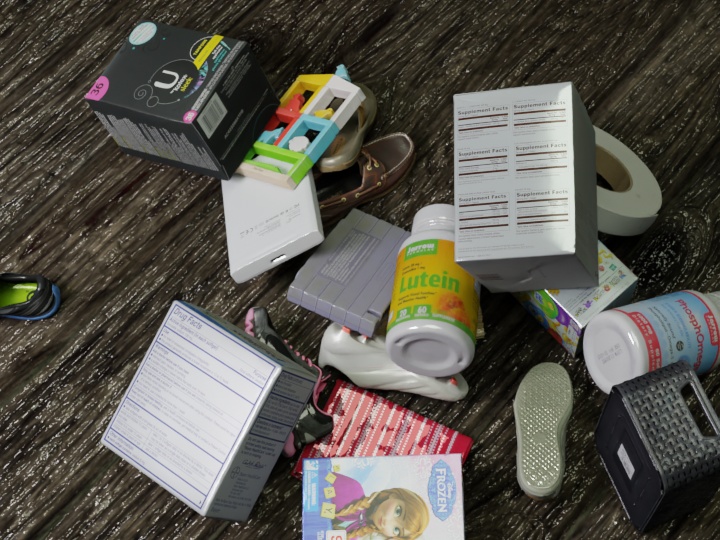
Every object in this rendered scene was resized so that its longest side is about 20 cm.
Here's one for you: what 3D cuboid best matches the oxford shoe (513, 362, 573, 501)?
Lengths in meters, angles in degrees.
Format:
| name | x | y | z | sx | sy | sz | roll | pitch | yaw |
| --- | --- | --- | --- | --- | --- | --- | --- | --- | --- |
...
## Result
| name | x | y | z | sx | sy | sz | roll | pitch | yaw |
| --- | --- | --- | --- | --- | --- | --- | --- | --- | --- |
| oxford shoe | 0.227 | 0.202 | 1.629 | 0.074 | 0.058 | 0.202 | 2 | 49 | 10 |

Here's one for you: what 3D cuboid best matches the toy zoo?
| name | x | y | z | sx | sy | sz | roll | pitch | yaw |
| --- | --- | --- | --- | --- | --- | --- | --- | --- | --- |
| toy zoo | -0.078 | -0.201 | 1.775 | 0.130 | 0.021 | 0.201 | 18 | 65 | 45 |

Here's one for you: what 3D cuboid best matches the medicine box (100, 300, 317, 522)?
| name | x | y | z | sx | sy | sz | roll | pitch | yaw |
| --- | --- | --- | --- | --- | --- | --- | --- | --- | --- |
| medicine box | -0.182 | 0.170 | 1.577 | 0.181 | 0.103 | 0.202 | 28 | 89 | 29 |

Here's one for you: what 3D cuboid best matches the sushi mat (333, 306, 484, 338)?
| name | x | y | z | sx | sy | sz | roll | pitch | yaw |
| --- | --- | --- | --- | --- | --- | --- | --- | --- | --- |
| sushi mat | 0.061 | 0.058 | 1.725 | 0.197 | 0.012 | 0.097 | -8 | 62 | -2 |

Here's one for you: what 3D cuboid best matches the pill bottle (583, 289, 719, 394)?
| name | x | y | z | sx | sy | sz | roll | pitch | yaw |
| --- | --- | --- | --- | --- | --- | --- | --- | --- | --- |
| pill bottle | 0.383 | 0.085 | 1.623 | 0.198 | 0.109 | 0.110 | -13 | 62 | -29 |

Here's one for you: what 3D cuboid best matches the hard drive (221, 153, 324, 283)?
| name | x | y | z | sx | sy | sz | roll | pitch | yaw |
| --- | --- | --- | --- | --- | --- | --- | --- | --- | --- |
| hard drive | -0.119 | -0.084 | 1.733 | 0.131 | 0.027 | 0.201 | -26 | 42 | 13 |

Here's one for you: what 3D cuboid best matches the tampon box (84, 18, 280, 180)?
| name | x | y | z | sx | sy | sz | roll | pitch | yaw |
| --- | --- | --- | --- | --- | --- | --- | --- | --- | --- |
| tampon box | -0.242 | -0.235 | 1.785 | 0.198 | 0.127 | 0.151 | 16 | 63 | 31 |

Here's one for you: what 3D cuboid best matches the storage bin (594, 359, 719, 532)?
| name | x | y | z | sx | sy | sz | roll | pitch | yaw |
| --- | --- | --- | --- | --- | --- | --- | --- | --- | --- |
| storage bin | 0.352 | 0.209 | 1.536 | 0.093 | 0.201 | 0.136 | -19 | 65 | -8 |

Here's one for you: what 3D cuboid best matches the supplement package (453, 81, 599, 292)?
| name | x | y | z | sx | sy | sz | roll | pitch | yaw |
| --- | --- | --- | --- | --- | --- | --- | --- | --- | --- |
| supplement package | 0.200 | -0.093 | 1.561 | 0.145 | 0.191 | 0.203 | -3 | 77 | 18 |

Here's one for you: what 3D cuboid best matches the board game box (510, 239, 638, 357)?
| name | x | y | z | sx | sy | sz | roll | pitch | yaw |
| --- | --- | --- | --- | --- | --- | --- | --- | --- | --- |
| board game box | 0.249 | -0.006 | 1.699 | 0.104 | 0.103 | 0.200 | -37 | 69 | -14 |

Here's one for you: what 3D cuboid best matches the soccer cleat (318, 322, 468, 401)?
| name | x | y | z | sx | sy | sz | roll | pitch | yaw |
| --- | --- | --- | --- | --- | --- | --- | --- | --- | --- |
| soccer cleat | 0.041 | 0.126 | 1.671 | 0.198 | 0.078 | 0.069 | 24 | 25 | -3 |

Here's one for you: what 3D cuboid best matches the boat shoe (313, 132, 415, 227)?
| name | x | y | z | sx | sy | sz | roll | pitch | yaw |
| --- | --- | --- | --- | --- | --- | --- | --- | --- | --- |
| boat shoe | -0.004 | -0.129 | 1.788 | 0.199 | 0.071 | 0.070 | -38 | 67 | -16 |

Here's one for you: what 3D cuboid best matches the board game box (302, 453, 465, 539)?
| name | x | y | z | sx | sy | sz | roll | pitch | yaw |
| --- | --- | --- | --- | --- | --- | --- | --- | --- | --- |
| board game box | 0.028 | 0.324 | 1.562 | 0.196 | 0.041 | 0.203 | -3 | 71 | 5 |

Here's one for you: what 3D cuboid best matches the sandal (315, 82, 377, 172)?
| name | x | y | z | sx | sy | sz | roll | pitch | yaw |
| --- | --- | --- | --- | --- | --- | --- | --- | --- | --- |
| sandal | -0.026 | -0.209 | 1.797 | 0.079 | 0.054 | 0.201 | -11 | 36 | 20 |

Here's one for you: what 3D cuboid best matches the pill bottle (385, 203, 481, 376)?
| name | x | y | z | sx | sy | sz | roll | pitch | yaw |
| --- | --- | --- | --- | --- | --- | --- | --- | --- | --- |
| pill bottle | 0.096 | 0.020 | 1.631 | 0.109 | 0.112 | 0.202 | 6 | 55 | 5 |

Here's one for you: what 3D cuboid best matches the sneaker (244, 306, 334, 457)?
| name | x | y | z | sx | sy | sz | roll | pitch | yaw |
| --- | --- | --- | --- | --- | --- | --- | --- | --- | --- |
| sneaker | -0.088 | 0.132 | 1.657 | 0.094 | 0.079 | 0.202 | -19 | 68 | -4 |

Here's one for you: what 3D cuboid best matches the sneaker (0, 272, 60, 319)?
| name | x | y | z | sx | sy | sz | roll | pitch | yaw |
| --- | --- | --- | --- | --- | --- | --- | --- | --- | --- |
| sneaker | -0.498 | 0.034 | 1.719 | 0.197 | 0.083 | 0.072 | -8 | 63 | -2 |

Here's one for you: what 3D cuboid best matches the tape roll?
| name | x | y | z | sx | sy | sz | roll | pitch | yaw |
| --- | --- | --- | --- | --- | --- | --- | --- | --- | --- |
| tape roll | 0.308 | -0.127 | 1.734 | 0.201 | 0.037 | 0.204 | 20 | 37 | -16 |

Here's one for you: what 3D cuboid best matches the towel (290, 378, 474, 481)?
| name | x | y | z | sx | sy | sz | roll | pitch | yaw |
| --- | --- | --- | --- | --- | --- | --- | --- | --- | --- |
| towel | 0.029 | 0.235 | 1.636 | 0.198 | 0.023 | 0.146 | 23 | 66 | 13 |

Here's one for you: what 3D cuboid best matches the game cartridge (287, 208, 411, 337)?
| name | x | y | z | sx | sy | sz | roll | pitch | yaw |
| --- | --- | --- | --- | --- | --- | --- | --- | --- | --- |
| game cartridge | 0.000 | 0.000 | 1.704 | 0.128 | 0.039 | 0.200 | 20 | 40 | 16 |
